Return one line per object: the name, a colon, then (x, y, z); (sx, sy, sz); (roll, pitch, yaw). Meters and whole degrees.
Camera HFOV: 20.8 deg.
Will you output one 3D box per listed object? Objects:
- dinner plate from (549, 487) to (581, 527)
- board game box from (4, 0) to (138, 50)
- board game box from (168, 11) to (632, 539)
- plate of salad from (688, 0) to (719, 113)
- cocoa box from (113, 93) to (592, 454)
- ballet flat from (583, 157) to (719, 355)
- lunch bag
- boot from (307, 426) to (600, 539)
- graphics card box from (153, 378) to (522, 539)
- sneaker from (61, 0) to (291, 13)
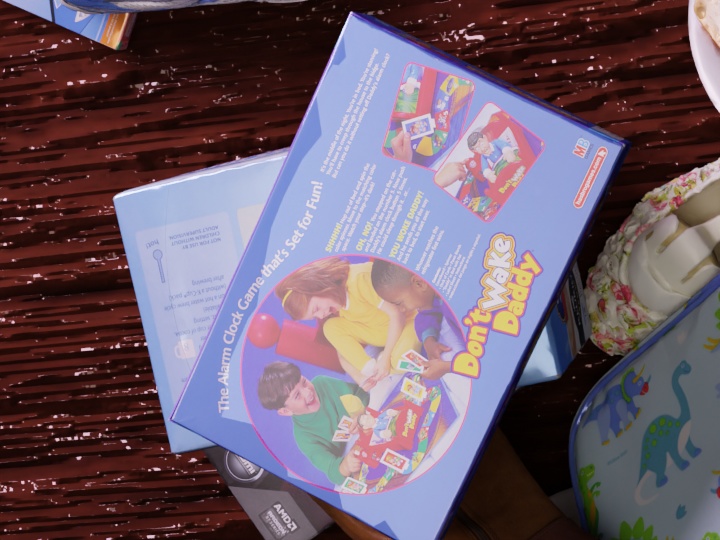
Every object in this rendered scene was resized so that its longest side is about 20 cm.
dinner plate: (0.148, 0.215, 1.073); (0.198, 0.024, 0.202); (2, 99, 12)
board game box: (-0.142, -0.234, 1.076); (0.102, 0.019, 0.202); (24, 102, 9)
board game box: (0.017, 0.005, 0.874); (0.134, 0.045, 0.201); (27, 100, 8)
plate of salad: (0.255, -0.138, 0.951); (0.198, 0.048, 0.202); (-8, 67, 19)
cocoa box: (0.000, 0.000, 0.969); (0.198, 0.131, 0.135); (-12, 93, 14)
ballet flat: (0.189, -0.027, 1.008); (0.200, 0.064, 0.076); (-41, 82, 15)
lunch bag: (0.195, 0.081, 0.960); (0.082, 0.162, 0.200); (22, 128, -32)
boot: (0.024, 0.152, 0.939); (0.187, 0.069, 0.200); (-34, 50, -11)
graphics card box: (0.001, 0.050, 1.068); (0.199, 0.051, 0.126); (-36, 89, 16)
sneaker: (-0.072, -0.168, 1.019); (0.198, 0.085, 0.078); (-13, 102, 3)
